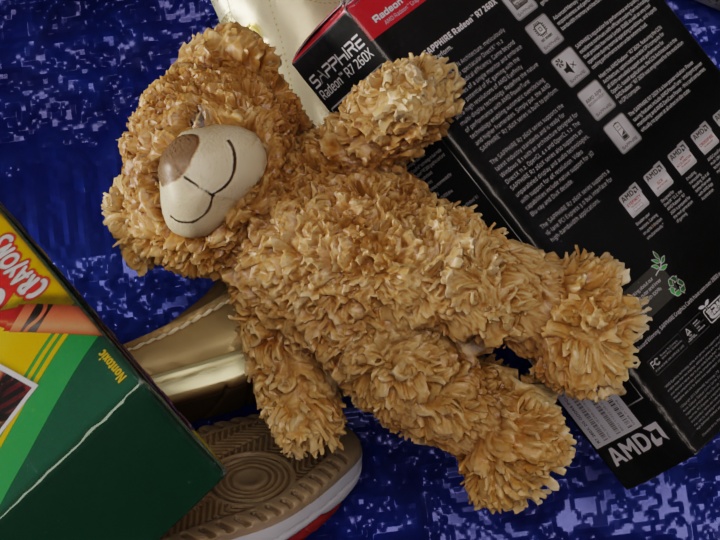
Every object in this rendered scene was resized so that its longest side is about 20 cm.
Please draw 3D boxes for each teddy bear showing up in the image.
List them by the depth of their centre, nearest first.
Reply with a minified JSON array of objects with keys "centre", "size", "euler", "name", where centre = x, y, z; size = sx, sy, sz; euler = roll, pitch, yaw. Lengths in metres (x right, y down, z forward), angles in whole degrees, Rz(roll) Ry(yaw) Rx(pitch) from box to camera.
[{"centre":[0.000,0.000,0.883],"size":[0.200,0.067,0.145],"euler":[49,123,0],"name":"teddy bear"}]

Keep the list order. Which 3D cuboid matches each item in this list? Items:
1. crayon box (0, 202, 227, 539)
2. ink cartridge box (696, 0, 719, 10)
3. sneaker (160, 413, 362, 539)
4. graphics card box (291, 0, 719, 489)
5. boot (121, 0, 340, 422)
[{"centre":[-0.161,0.067,0.904],"size":[0.172,0.200,0.058],"euler":[-43,127,-4],"name":"crayon box"},{"centre":[0.224,-0.173,1.010],"size":[0.160,0.050,0.201],"euler":[22,83,4],"name":"ink cartridge box"},{"centre":[-0.071,0.139,0.951],"size":[0.200,0.113,0.071],"euler":[-33,37,-33],"name":"sneaker"},{"centre":[0.083,-0.037,0.942],"size":[0.200,0.051,0.125],"euler":[50,54,0],"name":"graphics card box"},{"centre":[-0.035,-0.039,0.973],"size":[0.199,0.073,0.156],"euler":[-24,85,-7],"name":"boot"}]
